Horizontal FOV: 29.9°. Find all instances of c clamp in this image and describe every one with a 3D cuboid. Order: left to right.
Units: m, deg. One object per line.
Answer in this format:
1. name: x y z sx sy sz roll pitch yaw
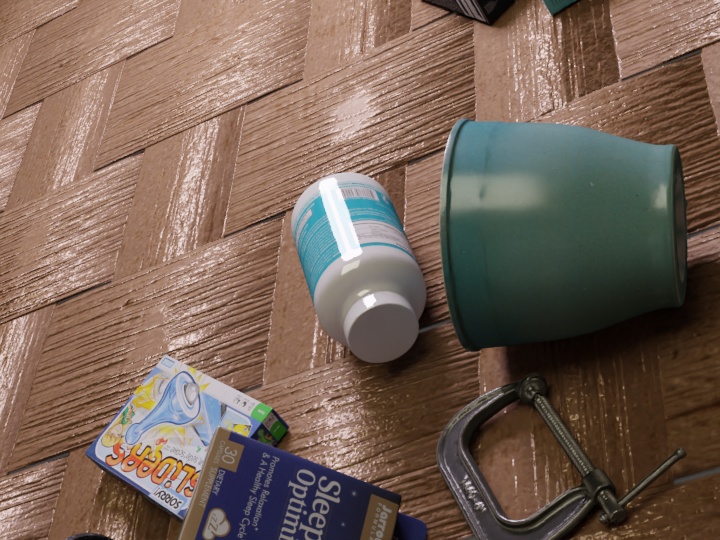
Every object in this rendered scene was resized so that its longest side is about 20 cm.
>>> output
1. c clamp: 0.150 0.153 1.107 0.171 0.027 0.200 -43 38 2

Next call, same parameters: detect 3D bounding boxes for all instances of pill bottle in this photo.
1. pill bottle: 0.000 0.000 1.315 0.110 0.111 0.201 -31 37 9

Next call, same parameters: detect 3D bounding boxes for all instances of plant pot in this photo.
1. plant pot: 0.181 -0.034 1.148 0.185 0.201 0.202 -2 48 18

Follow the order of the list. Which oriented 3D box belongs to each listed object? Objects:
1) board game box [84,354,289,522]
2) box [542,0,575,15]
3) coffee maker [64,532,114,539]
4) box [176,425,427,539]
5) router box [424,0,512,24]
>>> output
1. board game box: -0.177 0.170 1.347 0.199 0.035 0.136 18 63 48
2. box: 0.281 -0.375 1.520 0.198 0.049 0.083 -30 37 11
3. coffee maker: -0.306 0.343 1.193 0.198 0.135 0.194 -19 42 25
4. box: -0.042 0.214 1.081 0.033 0.198 0.122 121 169 -51
5. router box: 0.168 -0.399 1.637 0.200 0.052 0.157 -46 37 -9
